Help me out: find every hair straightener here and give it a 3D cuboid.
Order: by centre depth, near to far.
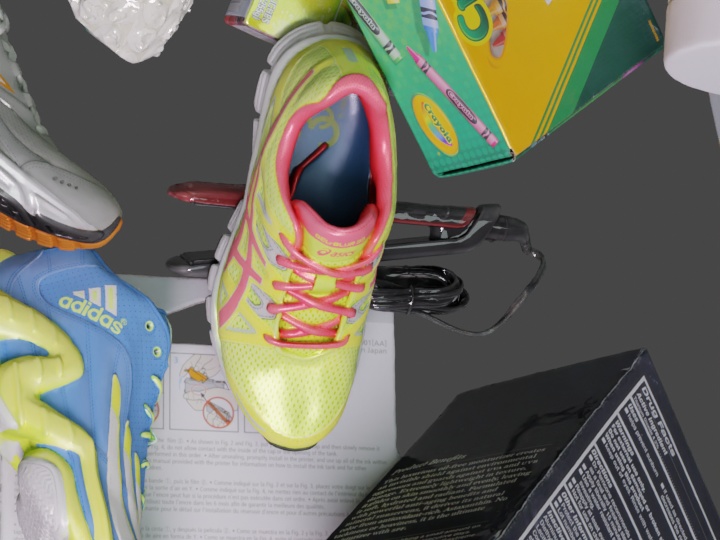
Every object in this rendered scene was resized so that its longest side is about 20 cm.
[{"bbox_3d":[0.000,0.000,1.061,0.199,0.041,0.077,3,97,-21],"label":"hair straightener"}]

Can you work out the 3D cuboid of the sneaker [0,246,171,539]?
[{"bbox_3d":[-0.116,0.068,0.976,0.105,0.076,0.201,-24,80,-23],"label":"sneaker"}]

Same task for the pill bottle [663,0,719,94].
[{"bbox_3d":[0.189,-0.185,0.959,0.114,0.114,0.201,8,80,-16],"label":"pill bottle"}]

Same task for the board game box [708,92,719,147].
[{"bbox_3d":[0.284,-0.119,1.087,0.199,0.105,0.104,-17,101,-12],"label":"board game box"}]

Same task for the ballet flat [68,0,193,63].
[{"bbox_3d":[-0.090,-0.196,0.995,0.071,0.072,0.201,14,93,-17],"label":"ballet flat"}]

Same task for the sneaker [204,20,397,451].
[{"bbox_3d":[-0.023,-0.010,0.981,0.078,0.090,0.201,1,103,-15],"label":"sneaker"}]

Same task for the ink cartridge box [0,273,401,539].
[{"bbox_3d":[-0.079,0.093,1.043,0.199,0.044,0.175,4,71,-16],"label":"ink cartridge box"}]

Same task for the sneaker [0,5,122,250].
[{"bbox_3d":[-0.177,-0.093,0.965,0.200,0.076,0.092,39,76,-3],"label":"sneaker"}]

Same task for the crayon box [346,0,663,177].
[{"bbox_3d":[0.044,-0.158,0.962,0.119,0.058,0.201,-37,106,-36],"label":"crayon box"}]

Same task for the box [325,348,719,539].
[{"bbox_3d":[0.090,0.176,1.010,0.198,0.123,0.201,-41,110,-53],"label":"box"}]

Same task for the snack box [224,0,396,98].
[{"bbox_3d":[0.038,-0.184,1.038,0.142,0.053,0.201,22,91,-18],"label":"snack box"}]
